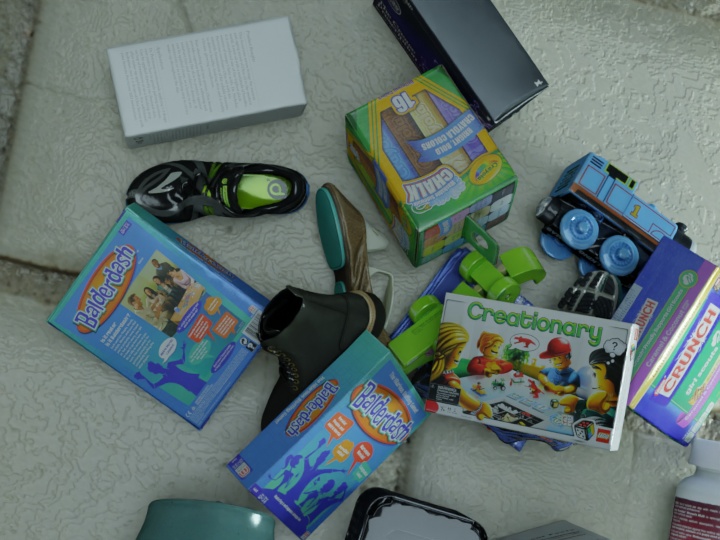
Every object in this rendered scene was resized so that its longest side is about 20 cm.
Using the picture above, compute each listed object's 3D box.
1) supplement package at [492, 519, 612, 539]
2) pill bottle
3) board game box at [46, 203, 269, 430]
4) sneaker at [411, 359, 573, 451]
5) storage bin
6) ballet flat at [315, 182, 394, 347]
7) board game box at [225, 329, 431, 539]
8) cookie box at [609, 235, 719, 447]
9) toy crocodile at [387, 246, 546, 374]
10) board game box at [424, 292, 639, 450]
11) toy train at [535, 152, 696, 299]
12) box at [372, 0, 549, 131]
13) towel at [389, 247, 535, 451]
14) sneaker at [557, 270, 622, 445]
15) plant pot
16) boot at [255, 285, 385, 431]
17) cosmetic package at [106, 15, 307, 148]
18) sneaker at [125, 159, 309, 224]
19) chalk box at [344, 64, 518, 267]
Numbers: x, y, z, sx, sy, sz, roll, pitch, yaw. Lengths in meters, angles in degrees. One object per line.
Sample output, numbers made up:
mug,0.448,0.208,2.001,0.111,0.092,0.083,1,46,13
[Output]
supplement package,0.204,0.344,1.270,0.120,0.200,0.121,-12,87,-9
pill bottle,0.397,0.292,1.346,0.109,0.110,0.200,12,84,-7
board game box,-0.205,0.049,1.289,0.200,0.045,0.152,37,99,-5
sneaker,0.149,0.150,1.319,0.200,0.075,0.079,15,124,14
storage bin,0.042,0.346,1.303,0.135,0.094,0.200,18,83,-6
ballet flat,0.000,0.000,1.341,0.072,0.068,0.200,-9,88,-22
board game box,-0.028,0.177,1.281,0.200,0.152,0.045,-45,53,-8
cookie box,0.337,0.081,1.300,0.075,0.200,0.171,33,91,38
toy crocodile,0.115,0.043,1.334,0.200,0.062,0.068,-41,55,-4
board game box,0.171,0.100,1.232,0.200,0.035,0.127,9,87,25
toy train,0.293,-0.039,1.372,0.200,0.087,0.114,34,74,-6
box,0.105,-0.250,1.333,0.079,0.141,0.200,-35,90,-9
towel,0.146,0.087,1.372,0.200,0.024,0.145,39,83,-3
sneaker,0.258,0.095,1.350,0.080,0.077,0.200,-7,110,-37
plant pot,-0.165,0.335,1.236,0.200,0.200,0.188,9,69,-7
boot,-0.079,0.096,1.261,0.077,0.138,0.200,41,108,35
cosmetic package,-0.167,-0.205,1.328,0.200,0.071,0.102,-11,87,-8
sneaker,-0.154,-0.090,1.314,0.199,0.083,0.071,-2,87,-4
chalk box,0.083,-0.091,1.303,0.124,0.124,0.200,-27,72,-9
